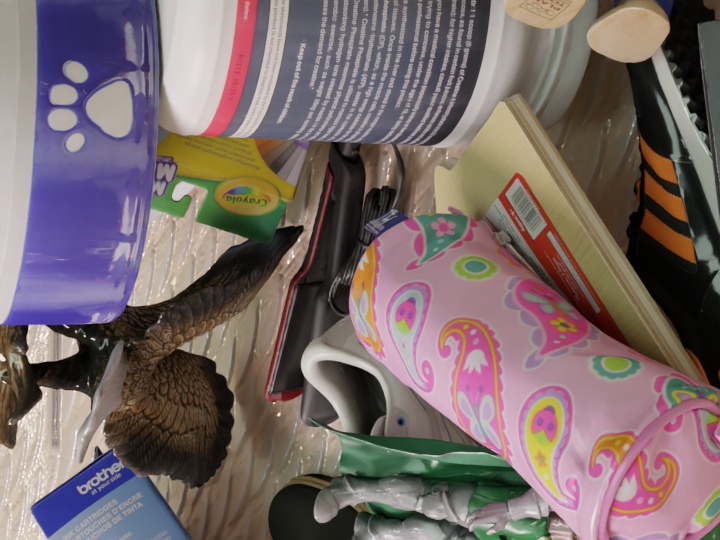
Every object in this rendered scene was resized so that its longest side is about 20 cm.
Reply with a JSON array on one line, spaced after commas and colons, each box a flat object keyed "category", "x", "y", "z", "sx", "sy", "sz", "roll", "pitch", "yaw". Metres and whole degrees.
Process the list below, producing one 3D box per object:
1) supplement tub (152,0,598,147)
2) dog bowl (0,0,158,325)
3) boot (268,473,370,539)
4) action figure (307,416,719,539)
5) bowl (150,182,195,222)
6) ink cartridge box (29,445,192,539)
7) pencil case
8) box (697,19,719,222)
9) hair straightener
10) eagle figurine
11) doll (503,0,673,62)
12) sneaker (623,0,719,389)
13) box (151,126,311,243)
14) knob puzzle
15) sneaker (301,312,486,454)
[{"category": "supplement tub", "x": -0.002, "y": -0.131, "z": 0.777, "sx": 0.140, "sy": 0.198, "sz": 0.142, "roll": -179, "pitch": 90, "yaw": -71}, {"category": "dog bowl", "x": -0.157, "y": -0.074, "z": 0.797, "sx": 0.200, "sy": 0.078, "sz": 0.203, "roll": -178, "pitch": 90, "yaw": -70}, {"category": "boot", "x": -0.037, "y": 0.187, "z": 0.903, "sx": 0.200, "sy": 0.137, "sz": 0.078, "roll": 43, "pitch": 127, "yaw": 47}, {"category": "action figure", "x": 0.077, "y": 0.117, "z": 0.757, "sx": 0.198, "sy": 0.055, "sz": 0.119, "roll": -4, "pitch": 136, "yaw": 31}, {"category": "bowl", "x": -0.152, "y": -0.072, "z": 0.992, "sx": 0.091, "sy": 0.201, "sz": 0.201, "roll": 53, "pitch": 131, "yaw": 1}, {"category": "ink cartridge box", "x": -0.126, "y": 0.201, "z": 1.008, "sx": 0.200, "sy": 0.076, "sz": 0.137, "roll": 48, "pitch": 166, "yaw": 30}, {"category": "pencil case", "x": 0.074, "y": 0.043, "z": 0.706, "sx": 0.200, "sy": 0.087, "sz": 0.088, "roll": 40, "pitch": 122, "yaw": 48}, {"category": "box", "x": 0.239, "y": -0.034, "z": 0.626, "sx": 0.198, "sy": 0.050, "sz": 0.160, "roll": -7, "pitch": 88, "yaw": 28}, {"category": "hair straightener", "x": 0.000, "y": 0.000, "z": 0.935, "sx": 0.077, "sy": 0.041, "sz": 0.202, "roll": 31, "pitch": 111, "yaw": 40}, {"category": "eagle figurine", "x": -0.120, "y": 0.042, "z": 0.935, "sx": 0.151, "sy": 0.198, "sz": 0.153, "roll": -26, "pitch": 65, "yaw": 50}, {"category": "doll", "x": 0.113, "y": -0.198, "z": 0.725, "sx": 0.048, "sy": 0.135, "sz": 0.202, "roll": 132, "pitch": 155, "yaw": -64}, {"category": "sneaker", "x": 0.145, "y": -0.032, "z": 0.749, "sx": 0.090, "sy": 0.070, "sz": 0.202, "roll": -31, "pitch": 74, "yaw": 40}, {"category": "box", "x": -0.071, "y": -0.126, "z": 0.900, "sx": 0.048, "sy": 0.116, "sz": 0.202, "roll": 24, "pitch": 96, "yaw": 68}, {"category": "knob puzzle", "x": 0.099, "y": 0.026, "z": 0.789, "sx": 0.220, "sy": 0.030, "sz": 0.221, "roll": 50, "pitch": 157, "yaw": 30}, {"category": "sneaker", "x": 0.036, "y": 0.108, "z": 0.851, "sx": 0.200, "sy": 0.086, "sz": 0.075, "roll": 51, "pitch": 126, "yaw": 13}]
